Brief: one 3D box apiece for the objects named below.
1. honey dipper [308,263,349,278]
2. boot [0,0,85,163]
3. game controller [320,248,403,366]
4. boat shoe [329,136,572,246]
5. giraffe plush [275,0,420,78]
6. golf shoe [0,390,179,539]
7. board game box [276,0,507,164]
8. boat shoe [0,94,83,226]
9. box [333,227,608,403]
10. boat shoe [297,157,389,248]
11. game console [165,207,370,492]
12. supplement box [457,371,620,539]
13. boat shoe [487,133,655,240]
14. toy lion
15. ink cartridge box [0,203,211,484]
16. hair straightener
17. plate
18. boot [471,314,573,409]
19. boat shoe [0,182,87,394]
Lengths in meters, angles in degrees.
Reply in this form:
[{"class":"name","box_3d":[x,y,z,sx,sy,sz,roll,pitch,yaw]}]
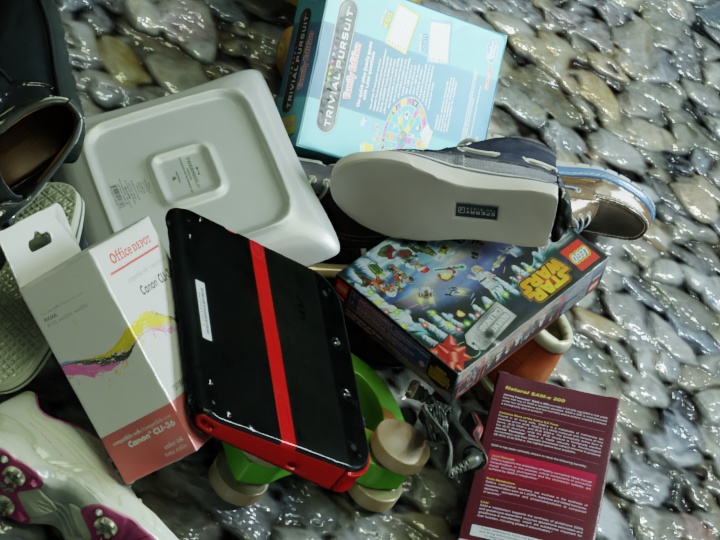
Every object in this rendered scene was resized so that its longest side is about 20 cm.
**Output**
[{"class":"honey dipper","box_3d":[0.000,0.000,1.719,0.198,0.038,0.038,1,53,-19]},{"class":"boot","box_3d":[-0.320,-0.164,1.641,0.167,0.077,0.201,3,46,-28]},{"class":"game controller","box_3d":[-0.008,-0.006,1.772,0.103,0.042,0.201,2,53,-17]},{"class":"boat shoe","box_3d":[0.075,-0.074,1.699,0.198,0.075,0.093,11,31,-2]},{"class":"giraffe plush","box_3d":[-0.017,-0.226,1.874,0.171,0.199,0.164,15,77,-30]},{"class":"golf shoe","box_3d":[-0.190,0.159,1.469,0.199,0.075,0.092,37,39,-6]},{"class":"board game box","box_3d":[0.026,-0.158,1.791,0.199,0.047,0.152,15,85,-35]},{"class":"boat shoe","box_3d":[-0.288,-0.060,1.537,0.200,0.067,0.072,-45,112,-20]},{"class":"box","box_3d":[0.091,0.008,1.692,0.137,0.040,0.200,39,51,21]},{"class":"boat shoe","box_3d":[-0.052,-0.060,1.714,0.198,0.073,0.063,16,12,5]},{"class":"game console","box_3d":[-0.071,0.060,1.536,0.176,0.031,0.201,25,39,-38]},{"class":"supplement box","box_3d":[0.143,0.181,1.673,0.108,0.061,0.201,13,44,6]},{"class":"boat shoe","box_3d":[0.183,-0.059,1.931,0.198,0.072,0.073,16,51,-11]},{"class":"toy lion","box_3d":[-0.063,0.093,1.631,0.198,0.069,0.193,7,44,-32]},{"class":"ink cartridge box","box_3d":[-0.171,0.038,1.484,0.201,0.067,0.116,61,20,-5]},{"class":"hair straightener","box_3d":[0.060,0.125,1.629,0.077,0.041,0.200,37,9,-5]},{"class":"plate","box_3d":[-0.140,-0.070,1.658,0.198,0.032,0.201,-18,61,-13]},{"class":"boot","box_3d":[0.112,0.014,1.784,0.075,0.107,0.201,-15,63,-40]},{"class":"boat shoe","box_3d":[-0.244,0.021,1.543,0.074,0.063,0.201,0,45,7]}]
